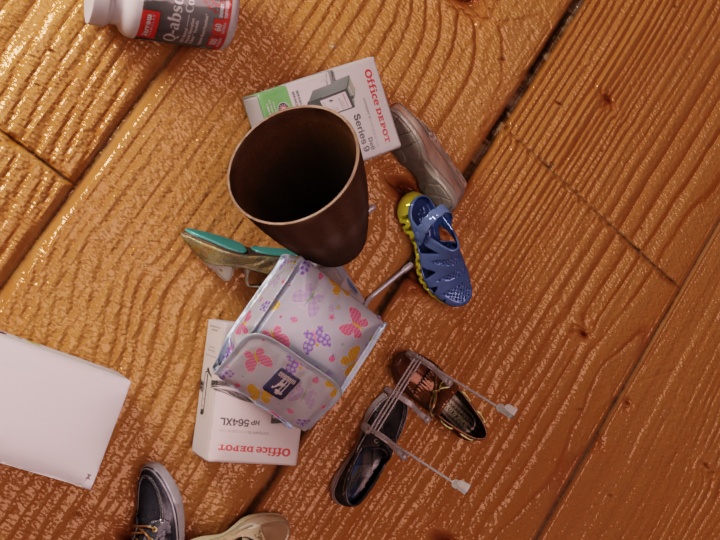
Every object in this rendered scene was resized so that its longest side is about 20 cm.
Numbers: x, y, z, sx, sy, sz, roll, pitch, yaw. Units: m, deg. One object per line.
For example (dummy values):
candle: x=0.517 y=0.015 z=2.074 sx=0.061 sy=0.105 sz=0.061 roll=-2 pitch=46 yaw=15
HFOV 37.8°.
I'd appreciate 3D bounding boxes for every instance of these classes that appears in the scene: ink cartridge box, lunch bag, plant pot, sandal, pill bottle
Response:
ink cartridge box: x=-0.159 y=0.181 z=1.553 sx=0.144 sy=0.084 sz=0.203 roll=7 pitch=88 yaw=-25
lunch bag: x=-0.087 y=0.106 z=1.472 sx=0.169 sy=0.127 sz=0.201 roll=38 pitch=82 yaw=-17
plant pot: x=-0.061 y=-0.093 z=1.463 sx=0.187 sy=0.186 sz=0.200 roll=-52 pitch=148 yaw=-13
sandal: x=0.127 y=-0.031 z=1.669 sx=0.079 sy=0.087 sz=0.201 roll=-35 pitch=108 yaw=-26
pill bottle: x=-0.276 y=-0.375 z=1.457 sx=0.198 sy=0.116 sz=0.117 roll=2 pitch=92 yaw=-24
ink cartridge box: x=-0.056 y=-0.222 z=1.578 sx=0.198 sy=0.084 sz=0.147 roll=-23 pitch=102 yaw=-21

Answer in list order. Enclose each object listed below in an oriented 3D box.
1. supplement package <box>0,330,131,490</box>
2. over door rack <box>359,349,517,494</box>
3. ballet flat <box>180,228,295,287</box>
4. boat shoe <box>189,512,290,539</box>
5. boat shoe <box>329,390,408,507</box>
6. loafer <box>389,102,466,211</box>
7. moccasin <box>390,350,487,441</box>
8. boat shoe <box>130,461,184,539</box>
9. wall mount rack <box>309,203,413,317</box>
supplement package: x=-0.436 y=0.183 z=1.416 sx=0.198 sy=0.111 sz=0.157 roll=23 pitch=84 yaw=-24
over door rack: x=0.118 y=0.231 z=1.591 sx=0.199 sy=0.067 sz=0.149 roll=28 pitch=76 yaw=23
ballet flat: x=-0.173 y=-0.011 z=1.551 sx=0.198 sy=0.071 sz=0.072 roll=12 pitch=88 yaw=-24
boat shoe: x=-0.172 y=0.408 z=1.544 sx=0.199 sy=0.065 sz=0.073 roll=-5 pitch=97 yaw=-45
boat shoe: x=0.022 y=0.281 z=1.648 sx=0.070 sy=0.066 sz=0.201 roll=39 pitch=77 yaw=-20
loafer: x=0.102 y=-0.187 z=1.668 sx=0.063 sy=0.071 sz=0.201 roll=-50 pitch=117 yaw=-31
moccasin: x=0.128 y=0.204 z=1.684 sx=0.074 sy=0.078 sz=0.202 roll=-44 pitch=106 yaw=-12
boat shoe: x=-0.300 y=0.380 z=1.492 sx=0.091 sy=0.070 sz=0.203 roll=-19 pitch=103 yaw=-51
wall mount rack: x=0.000 y=0.000 z=1.624 sx=0.201 sy=0.074 sz=0.174 roll=57 pitch=33 yaw=-19
